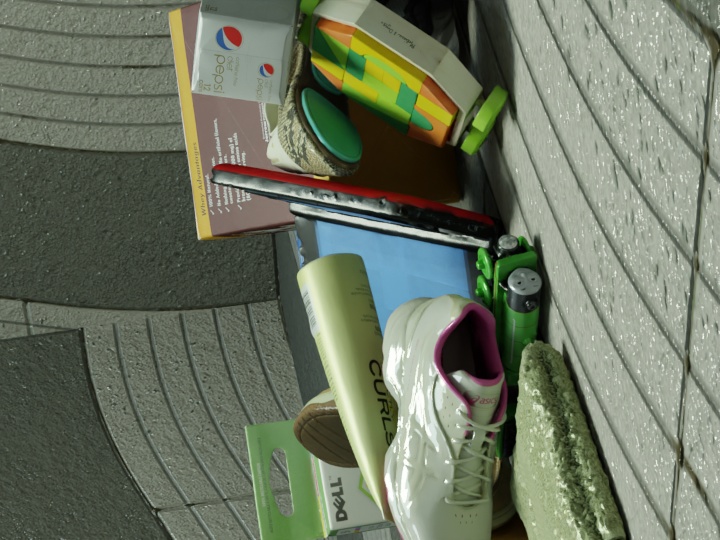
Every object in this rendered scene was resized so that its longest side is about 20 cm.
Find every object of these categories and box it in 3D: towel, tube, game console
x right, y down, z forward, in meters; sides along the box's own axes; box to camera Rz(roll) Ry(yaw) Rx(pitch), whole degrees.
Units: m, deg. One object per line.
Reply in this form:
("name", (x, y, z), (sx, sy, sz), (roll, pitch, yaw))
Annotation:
("towel", (0.131, 0.156, 1.447), (0.201, 0.036, 0.149), (-104, 9, -47))
("tube", (0.004, 0.087, 1.607), (0.052, 0.058, 0.201), (-41, 58, 51))
("game console", (0.000, 0.000, 1.681), (0.172, 0.199, 0.120), (11, -90, -52))

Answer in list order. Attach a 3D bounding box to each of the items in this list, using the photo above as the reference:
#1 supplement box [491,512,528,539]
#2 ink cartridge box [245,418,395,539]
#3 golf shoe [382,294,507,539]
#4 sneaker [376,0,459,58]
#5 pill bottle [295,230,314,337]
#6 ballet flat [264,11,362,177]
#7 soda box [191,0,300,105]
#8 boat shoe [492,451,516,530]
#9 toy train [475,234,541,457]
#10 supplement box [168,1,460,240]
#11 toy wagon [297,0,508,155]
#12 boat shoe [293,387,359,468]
("supplement box", (0.111, 0.224, 1.595), (0.200, 0.066, 0.069), (-120, 23, -77))
("ink cartridge box", (0.012, 0.153, 1.816), (0.059, 0.198, 0.105), (99, 161, -77))
("golf shoe", (0.062, 0.113, 1.533), (0.091, 0.075, 0.202), (-21, 74, 59))
("sneaker", (0.017, -0.201, 1.688), (0.200, 0.113, 0.076), (93, 175, -60))
("pill bottle", (-0.001, 0.011, 2.216), (0.112, 0.111, 0.201), (102, 160, -74))
("ballet flat", (-0.040, -0.117, 1.681), (0.068, 0.075, 0.201), (34, -151, -28))
("soda box", (-0.076, -0.194, 1.628), (0.200, 0.068, 0.064), (-85, 3, -58))
("boat shoe", (0.075, 0.137, 1.677), (0.200, 0.073, 0.067), (-90, -16, -74))
("toy train", (0.104, 0.056, 1.573), (0.201, 0.041, 0.057), (89, 162, -49))
("supplement box", (-0.041, -0.136, 1.876), (0.199, 0.132, 0.199), (-7, 91, 53))
("toy wagon", (0.025, -0.136, 1.604), (0.040, 0.155, 0.200), (-55, -4, -11))
("boat shoe", (0.021, 0.092, 1.716), (0.200, 0.072, 0.076), (-27, 28, 53))
